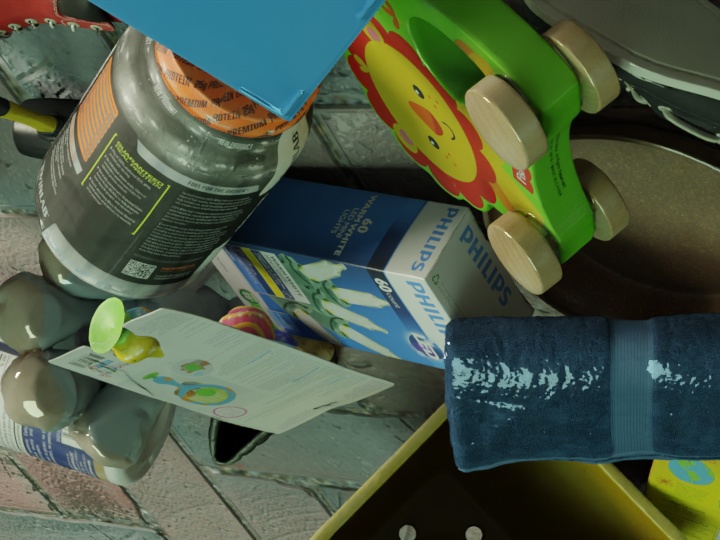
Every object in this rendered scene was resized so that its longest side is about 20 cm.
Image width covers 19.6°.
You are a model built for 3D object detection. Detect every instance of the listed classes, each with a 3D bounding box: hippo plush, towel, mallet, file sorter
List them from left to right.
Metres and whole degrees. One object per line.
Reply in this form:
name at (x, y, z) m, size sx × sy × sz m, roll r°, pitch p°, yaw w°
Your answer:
mallet at (-0.208, -0.098, 1.272) m, size 0.065 × 0.041 × 0.200 m, roll 6°, pitch 176°, yaw 14°
hippo plush at (-0.178, 0.027, 1.441) m, size 0.160 × 0.200 × 0.161 m, roll 51°, pitch 167°, yaw -18°
file sorter at (-0.073, -0.198, 1.023) m, size 0.199 × 0.123 × 0.139 m, roll 31°, pitch 149°, yaw -9°
towel at (0.146, 0.071, 1.219) m, size 0.199 × 0.049 × 0.112 m, roll 0°, pitch 139°, yaw 6°

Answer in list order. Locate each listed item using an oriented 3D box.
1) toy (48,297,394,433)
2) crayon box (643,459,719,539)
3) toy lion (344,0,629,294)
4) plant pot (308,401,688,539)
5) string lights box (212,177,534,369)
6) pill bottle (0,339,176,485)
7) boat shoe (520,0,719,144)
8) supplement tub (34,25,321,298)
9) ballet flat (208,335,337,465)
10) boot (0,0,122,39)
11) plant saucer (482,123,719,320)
toy at (-0.088, 0.051, 1.339) m, size 0.199 × 0.047 × 0.115 m, roll 17°, pitch 149°, yaw -42°
crayon box at (0.255, 0.139, 1.368) m, size 0.126 × 0.051 × 0.200 m, roll 19°, pitch 149°, yaw 10°
toy lion at (0.052, -0.093, 1.092) m, size 0.192 × 0.069 × 0.200 m, roll 45°, pitch 166°, yaw 27°
plant pot at (0.074, 0.201, 1.433) m, size 0.196 × 0.194 × 0.200 m, roll 46°, pitch 165°, yaw 0°
string lights box at (0.000, 0.000, 1.303) m, size 0.199 × 0.059 × 0.103 m, roll 11°, pitch 148°, yaw 42°
pill bottle at (-0.248, 0.084, 1.586) m, size 0.199 × 0.111 × 0.111 m, roll 17°, pitch 148°, yaw 14°
boat shoe at (0.170, -0.101, 1.050) m, size 0.199 × 0.074 × 0.060 m, roll 18°, pitch 145°, yaw -3°
supplement tub at (-0.106, -0.078, 1.218) m, size 0.122 × 0.123 × 0.200 m, roll 31°, pitch 142°, yaw -11°
ballet flat at (-0.064, 0.090, 1.516) m, size 0.066 × 0.057 × 0.200 m, roll 26°, pitch 149°, yaw -4°
boot at (-0.202, -0.151, 1.240) m, size 0.144 × 0.073 × 0.200 m, roll 23°, pitch 146°, yaw 0°
plant saucer at (0.169, -0.023, 1.199) m, size 0.199 × 0.037 × 0.201 m, roll 18°, pitch 149°, yaw 11°
